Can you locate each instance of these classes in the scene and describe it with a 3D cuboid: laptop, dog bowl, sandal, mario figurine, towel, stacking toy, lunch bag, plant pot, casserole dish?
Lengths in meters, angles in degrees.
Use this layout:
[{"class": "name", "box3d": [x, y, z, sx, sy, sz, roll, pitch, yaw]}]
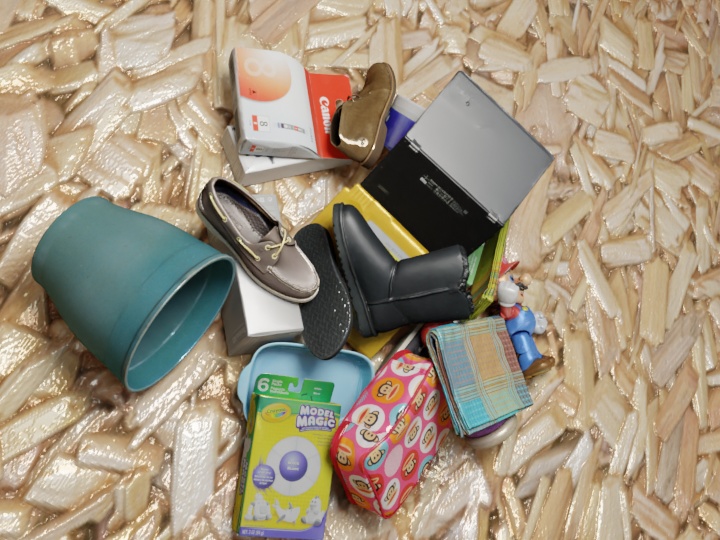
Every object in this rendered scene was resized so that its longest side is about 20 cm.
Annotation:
[{"class": "laptop", "box3d": [0.135, -0.138, 1.143, 0.187, 0.200, 0.116, 41, 41, -6]}, {"class": "dog bowl", "box3d": [0.126, -0.192, 1.238, 0.199, 0.200, 0.079, 27, 103, -13]}, {"class": "sandal", "box3d": [-0.045, 0.028, 1.080, 0.048, 0.075, 0.202, 39, 36, -54]}, {"class": "mario figurine", "box3d": [0.257, 0.062, 1.243, 0.105, 0.123, 0.201, -22, 84, -17]}, {"class": "towel", "box3d": [0.189, -0.011, 1.199, 0.018, 0.086, 0.201, 26, 51, -8]}, {"class": "stacking toy", "box3d": [0.146, 0.156, 1.142, 0.085, 0.085, 0.201, -39, 105, -31]}, {"class": "lunch bag", "box3d": [0.053, 0.227, 1.073, 0.200, 0.082, 0.177, -48, 136, -32]}, {"class": "towel", "box3d": [0.170, 0.139, 1.103, 0.199, 0.022, 0.148, -5, 74, -51]}, {"class": "plant pot", "box3d": [-0.289, 0.012, 0.979, 0.187, 0.200, 0.200, 35, 58, 10]}, {"class": "casserole dish", "box3d": [-0.072, 0.159, 1.077, 0.199, 0.039, 0.122, 10, 94, -20]}]

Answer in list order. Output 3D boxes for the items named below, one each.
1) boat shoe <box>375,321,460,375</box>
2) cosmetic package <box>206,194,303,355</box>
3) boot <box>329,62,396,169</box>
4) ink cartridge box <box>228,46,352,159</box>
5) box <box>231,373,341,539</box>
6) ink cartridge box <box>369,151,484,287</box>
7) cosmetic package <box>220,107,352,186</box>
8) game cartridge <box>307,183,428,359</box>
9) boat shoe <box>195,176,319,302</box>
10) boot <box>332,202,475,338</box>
[{"class": "boat shoe", "box3d": [0.085, 0.119, 1.167, 0.063, 0.073, 0.200, 42, 54, 0]}, {"class": "cosmetic package", "box3d": [-0.148, 0.007, 1.086, 0.090, 0.107, 0.201, -2, 69, -25]}, {"class": "boot", "box3d": [0.004, -0.254, 1.214, 0.075, 0.074, 0.201, 23, 55, -19]}, {"class": "ink cartridge box", "box3d": [-0.092, -0.248, 1.190, 0.199, 0.050, 0.163, -1, 67, -21]}, {"class": "box", "box3d": [-0.092, 0.238, 1.022, 0.117, 0.048, 0.202, 10, 81, -21]}, {"class": "ink cartridge box", "box3d": [0.091, -0.069, 1.234, 0.199, 0.087, 0.146, 27, 65, -11]}, {"class": "cosmetic package", "box3d": [-0.105, -0.191, 1.217, 0.199, 0.051, 0.083, -16, 78, -29]}, {"class": "game cartridge", "box3d": [0.000, 0.000, 1.142, 0.200, 0.032, 0.176, 43, 96, -4]}, {"class": "boat shoe", "box3d": [-0.127, -0.040, 1.018, 0.200, 0.060, 0.072, 44, 58, -2]}, {"class": "boot", "box3d": [0.061, -0.014, 1.084, 0.167, 0.076, 0.201, -14, 102, 8]}]
